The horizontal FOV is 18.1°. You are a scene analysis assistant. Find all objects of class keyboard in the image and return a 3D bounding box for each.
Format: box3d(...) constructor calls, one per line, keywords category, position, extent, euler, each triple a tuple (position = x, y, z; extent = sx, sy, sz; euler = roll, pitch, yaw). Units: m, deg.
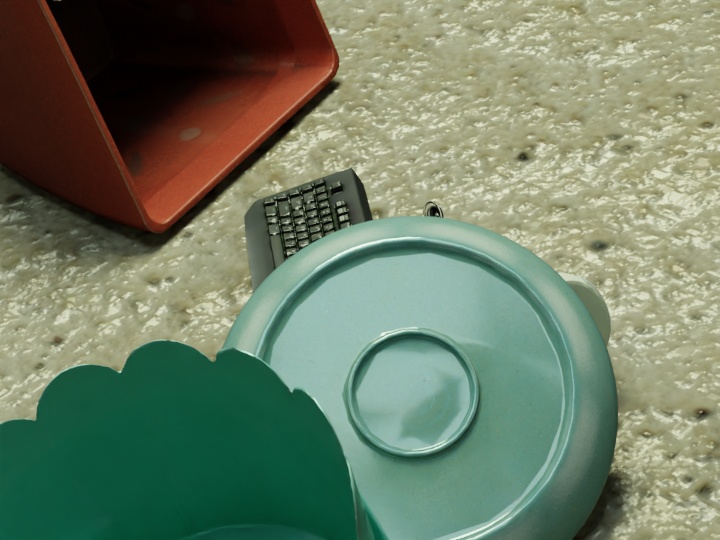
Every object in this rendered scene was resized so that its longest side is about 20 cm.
box3d(category="keyboard", position=(0.000, 0.000, 1.284), extent=(0.126, 0.021, 0.201), euler=(-14, 36, 1))

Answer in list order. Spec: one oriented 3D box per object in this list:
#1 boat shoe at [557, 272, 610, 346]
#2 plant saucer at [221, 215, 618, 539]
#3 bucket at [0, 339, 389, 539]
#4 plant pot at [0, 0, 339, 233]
box3d(category="boat shoe", position=(0.034, 0.064, 1.154), extent=(0.200, 0.070, 0.071), euler=(-30, 14, -13))
box3d(category="plant saucer", position=(0.025, 0.062, 1.088), extent=(0.198, 0.027, 0.202), euler=(-1, 69, 3))
box3d(category="bucket", position=(-0.077, 0.150, 0.964), extent=(0.206, 0.135, 0.208), euler=(-10, 52, 13))
box3d(category="plant pot", position=(-0.165, -0.160, 1.432), extent=(0.175, 0.201, 0.200), euler=(2, 36, 43))
